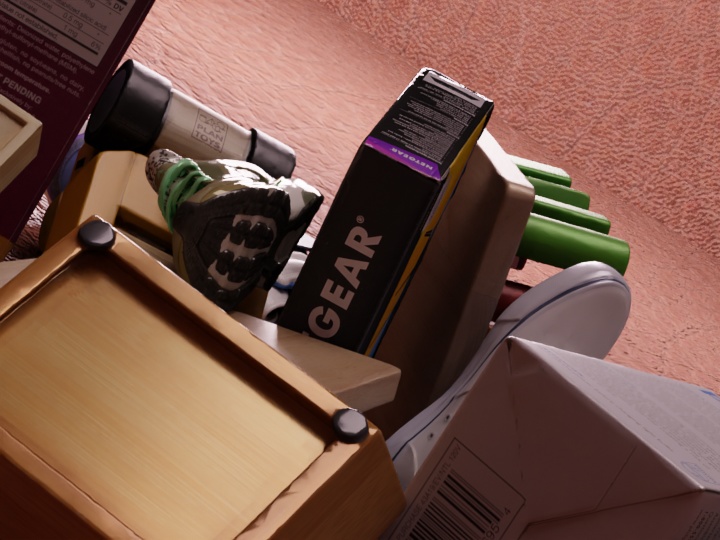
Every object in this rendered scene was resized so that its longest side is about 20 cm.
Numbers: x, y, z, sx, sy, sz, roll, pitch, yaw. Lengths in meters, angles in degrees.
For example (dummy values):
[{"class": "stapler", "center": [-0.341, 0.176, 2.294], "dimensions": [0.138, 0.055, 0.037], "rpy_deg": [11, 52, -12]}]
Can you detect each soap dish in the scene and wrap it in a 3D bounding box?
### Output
[{"class": "soap dish", "center": [-0.098, 0.077, 1.083], "dimensions": [0.200, 0.081, 0.157], "rpy_deg": [36, 51, 15]}]

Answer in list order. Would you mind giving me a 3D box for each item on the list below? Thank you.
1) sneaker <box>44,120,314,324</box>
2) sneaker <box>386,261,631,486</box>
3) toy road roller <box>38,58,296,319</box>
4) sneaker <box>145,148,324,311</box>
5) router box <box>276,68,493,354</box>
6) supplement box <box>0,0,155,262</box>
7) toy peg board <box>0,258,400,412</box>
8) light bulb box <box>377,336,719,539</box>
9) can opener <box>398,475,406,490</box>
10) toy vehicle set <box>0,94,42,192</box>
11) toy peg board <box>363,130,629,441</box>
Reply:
[{"class": "sneaker", "center": [-0.103, -0.018, 1.625], "dimensions": [0.200, 0.081, 0.146], "rpy_deg": [31, 5, -36]}, {"class": "sneaker", "center": [0.091, 0.082, 1.446], "dimensions": [0.073, 0.200, 0.071], "rpy_deg": [47, -6, -40]}, {"class": "toy road roller", "center": [-0.132, -0.010, 1.502], "dimensions": [0.123, 0.146, 0.201], "rpy_deg": [28, 49, -20]}, {"class": "sneaker", "center": [-0.085, -0.030, 1.365], "dimensions": [0.088, 0.077, 0.200], "rpy_deg": [29, 4, 8]}, {"class": "router box", "center": [0.000, 0.000, 1.425], "dimensions": [0.051, 0.201, 0.149], "rpy_deg": [27, 25, 4]}, {"class": "supplement box", "center": [-0.205, -0.124, 1.507], "dimensions": [0.103, 0.201, 0.131], "rpy_deg": [30, 11, -9]}, {"class": "toy peg board", "center": [-0.108, 0.072, 1.275], "dimensions": [0.198, 0.098, 0.200], "rpy_deg": [18, 7, 15]}, {"class": "light bulb box", "center": [0.107, 0.154, 1.170], "dimensions": [0.125, 0.199, 0.200], "rpy_deg": [41, 13, 33]}, {"class": "can opener", "center": [0.004, 0.140, 1.319], "dimensions": [0.067, 0.053, 0.200], "rpy_deg": [27, 11, -25]}, {"class": "toy vehicle set", "center": [-0.250, -0.033, 1.123], "dimensions": [0.124, 0.027, 0.200], "rpy_deg": [35, 54, 8]}, {"class": "toy peg board", "center": [0.078, 0.020, 1.570], "dimensions": [0.097, 0.200, 0.200], "rpy_deg": [15, 16, -16]}]
